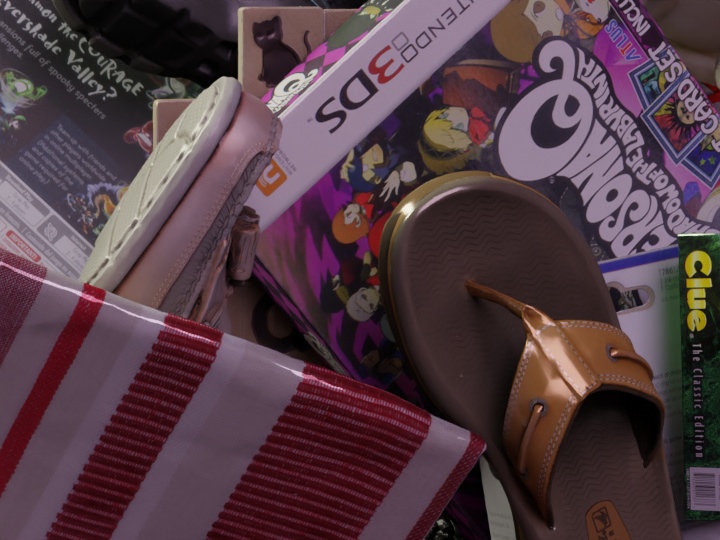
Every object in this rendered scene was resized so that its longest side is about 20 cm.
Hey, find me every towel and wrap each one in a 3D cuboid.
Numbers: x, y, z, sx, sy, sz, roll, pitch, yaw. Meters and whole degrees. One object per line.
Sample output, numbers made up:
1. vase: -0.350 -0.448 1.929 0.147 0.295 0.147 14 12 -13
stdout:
1. towel: -0.076 0.071 0.787 0.199 0.144 0.023 21 35 -17

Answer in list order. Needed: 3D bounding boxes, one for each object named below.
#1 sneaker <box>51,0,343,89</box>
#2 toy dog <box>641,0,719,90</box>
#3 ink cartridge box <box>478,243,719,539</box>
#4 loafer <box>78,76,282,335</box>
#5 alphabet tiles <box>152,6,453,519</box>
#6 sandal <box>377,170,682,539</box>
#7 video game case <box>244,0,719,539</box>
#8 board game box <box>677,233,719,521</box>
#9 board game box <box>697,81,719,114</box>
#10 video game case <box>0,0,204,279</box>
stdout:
1. sneaker: -0.026 -0.092 0.909 0.200 0.075 0.080 35 56 -21
2. toy dog: 0.148 -0.156 0.951 0.199 0.140 0.194 -7 52 -25
3. ink cartridge box: 0.099 0.093 0.860 0.099 0.039 0.201 -10 97 -25
4. loafer: -0.075 0.021 0.802 0.063 0.200 0.072 31 28 -12
5. alphabet tiles: 0.000 0.000 0.875 0.166 0.006 0.201 -3 99 -23
6. sandal: 0.074 0.056 0.796 0.080 0.054 0.201 -27 103 -21
7. video game case: 0.057 -0.020 0.874 0.181 0.036 0.200 -42 112 -12
8. board game box: 0.184 0.037 0.896 0.199 0.023 0.105 -2 93 -52
9. board game box: 0.146 -0.039 0.994 0.200 0.046 0.152 38 57 2
10. video game case: -0.162 -0.067 0.907 0.200 0.023 0.182 42 57 5
